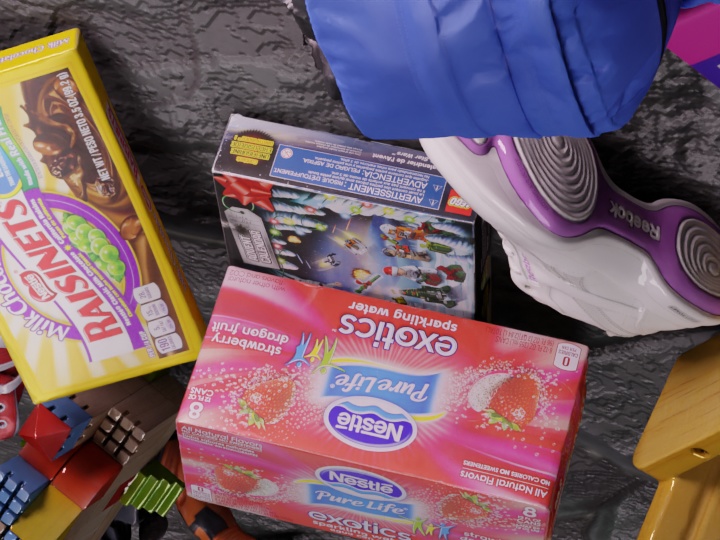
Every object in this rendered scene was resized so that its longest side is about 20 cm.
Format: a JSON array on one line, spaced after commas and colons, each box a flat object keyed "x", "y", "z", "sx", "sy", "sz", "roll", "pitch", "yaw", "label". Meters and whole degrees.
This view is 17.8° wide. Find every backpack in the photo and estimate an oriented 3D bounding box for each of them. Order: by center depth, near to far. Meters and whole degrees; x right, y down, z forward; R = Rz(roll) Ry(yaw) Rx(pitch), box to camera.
[{"x": 0.059, "y": -0.148, "z": 0.779, "sx": 0.168, "sy": 0.200, "sz": 0.163, "roll": 3, "pitch": 147, "yaw": 24, "label": "backpack"}]

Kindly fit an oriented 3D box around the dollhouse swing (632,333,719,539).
[{"x": 0.246, "y": 0.144, "z": 1.146, "sx": 0.200, "sy": 0.176, "sz": 0.182, "roll": 29, "pitch": 150, "yaw": -15, "label": "dollhouse swing"}]

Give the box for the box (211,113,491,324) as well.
[{"x": 0.000, "y": 0.000, "z": 1.219, "sx": 0.137, "sy": 0.040, "sz": 0.200, "roll": 12, "pitch": 150, "yaw": 11, "label": "box"}]

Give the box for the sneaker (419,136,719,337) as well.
[{"x": 0.089, "y": -0.020, "z": 1.103, "sx": 0.200, "sy": 0.075, "sz": 0.100, "roll": 35, "pitch": 145, "yaw": -29, "label": "sneaker"}]

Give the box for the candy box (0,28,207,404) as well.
[{"x": -0.157, "y": -0.023, "z": 1.183, "sx": 0.102, "sy": 0.026, "sz": 0.200, "roll": -15, "pitch": 124, "yaw": 9, "label": "candy box"}]

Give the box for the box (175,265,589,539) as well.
[{"x": 0.012, "y": 0.081, "z": 1.208, "sx": 0.200, "sy": 0.100, "sz": 0.096, "roll": 13, "pitch": 151, "yaw": 8, "label": "box"}]

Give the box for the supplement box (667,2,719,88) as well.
[{"x": 0.215, "y": -0.130, "z": 0.830, "sx": 0.101, "sy": 0.103, "sz": 0.200, "roll": 33, "pitch": 149, "yaw": -27, "label": "supplement box"}]

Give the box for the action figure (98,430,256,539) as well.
[{"x": -0.120, "y": 0.150, "z": 1.455, "sx": 0.193, "sy": 0.105, "sz": 0.200, "roll": 16, "pitch": 108, "yaw": 17, "label": "action figure"}]

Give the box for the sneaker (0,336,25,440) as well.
[{"x": -0.187, "y": 0.025, "z": 1.283, "sx": 0.200, "sy": 0.071, "sz": 0.113, "roll": -22, "pitch": 125, "yaw": 23, "label": "sneaker"}]

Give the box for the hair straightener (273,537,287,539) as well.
[{"x": -0.105, "y": 0.235, "z": 1.628, "sx": 0.200, "sy": 0.077, "sz": 0.041, "roll": -16, "pitch": 121, "yaw": 45, "label": "hair straightener"}]

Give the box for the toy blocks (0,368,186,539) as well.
[{"x": -0.179, "y": 0.132, "z": 1.340, "sx": 0.100, "sy": 0.137, "sz": 0.200, "roll": 38, "pitch": 112, "yaw": 8, "label": "toy blocks"}]
